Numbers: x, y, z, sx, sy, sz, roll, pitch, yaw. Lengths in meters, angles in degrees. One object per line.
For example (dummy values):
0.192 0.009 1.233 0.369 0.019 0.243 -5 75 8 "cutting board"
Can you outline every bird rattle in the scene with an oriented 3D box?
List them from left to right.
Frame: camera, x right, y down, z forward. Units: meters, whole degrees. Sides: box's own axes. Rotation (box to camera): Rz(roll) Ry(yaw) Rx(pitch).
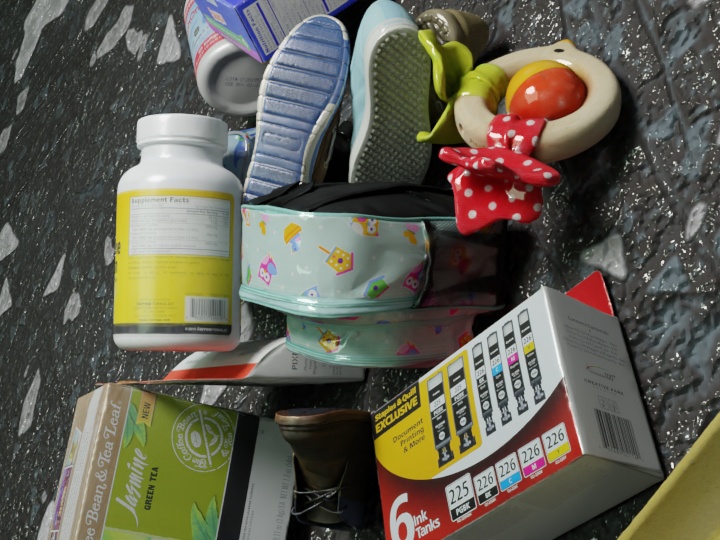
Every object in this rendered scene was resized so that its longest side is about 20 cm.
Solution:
0.122 -0.125 0.901 0.162 0.113 0.200 -22 32 -4 "bird rattle"

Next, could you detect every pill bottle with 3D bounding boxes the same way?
-0.159 -0.030 1.028 0.112 0.111 0.202 -6 81 53 "pill bottle"
-0.153 -0.284 1.395 0.109 0.108 0.201 -49 39 29 "pill bottle"

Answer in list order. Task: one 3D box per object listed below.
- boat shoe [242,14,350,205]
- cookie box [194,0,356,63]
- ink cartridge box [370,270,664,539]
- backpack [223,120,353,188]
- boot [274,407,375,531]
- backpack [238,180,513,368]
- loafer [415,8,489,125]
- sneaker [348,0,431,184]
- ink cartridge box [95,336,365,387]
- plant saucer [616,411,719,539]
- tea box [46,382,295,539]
-0.055 -0.127 1.044 0.072 0.072 0.201 20 92 12 "boat shoe"
-0.069 -0.321 1.245 0.199 0.075 0.171 -35 35 -9 "cookie box"
0.101 0.107 0.857 0.200 0.083 0.177 -41 42 36 "ink cartridge box"
-0.108 -0.058 1.169 0.200 0.146 0.185 -1 83 58 "backpack"
-0.022 0.163 0.945 0.074 0.200 0.098 -1 79 14 "boot"
0.000 0.000 0.951 0.175 0.199 0.155 14 95 55 "backpack"
0.058 -0.170 1.078 0.200 0.067 0.077 -40 68 58 "loafer"
0.024 -0.144 1.029 0.082 0.073 0.201 -104 18 -48 "sneaker"
-0.118 0.083 1.077 0.162 0.199 0.058 -10 74 52 "ink cartridge box"
0.223 0.193 0.632 0.201 0.048 0.201 112 152 -43 "plant saucer"
-0.175 0.226 1.070 0.133 0.195 0.202 -26 52 62 "tea box"
